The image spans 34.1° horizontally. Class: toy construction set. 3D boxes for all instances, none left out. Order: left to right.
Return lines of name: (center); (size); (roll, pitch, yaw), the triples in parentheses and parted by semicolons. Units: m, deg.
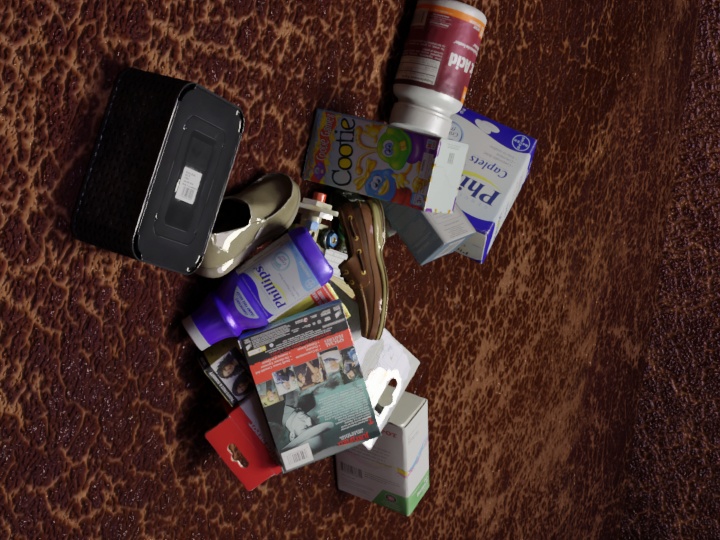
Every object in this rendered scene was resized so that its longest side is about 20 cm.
toy construction set: (-0.090, -0.017, 1.617); (0.131, 0.092, 0.202); (13, 106, -55)

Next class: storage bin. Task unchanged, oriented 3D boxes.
storage bin: (-0.224, -0.109, 1.314); (0.135, 0.093, 0.202); (21, 85, -63)

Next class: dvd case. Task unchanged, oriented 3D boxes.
dvd case: (-0.065, 0.153, 1.543); (0.145, 0.022, 0.202); (-20, 107, -9)

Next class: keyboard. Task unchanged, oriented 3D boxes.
keyboard: (-0.049, -0.004, 1.789); (0.200, 0.011, 0.057); (18, 89, -63)

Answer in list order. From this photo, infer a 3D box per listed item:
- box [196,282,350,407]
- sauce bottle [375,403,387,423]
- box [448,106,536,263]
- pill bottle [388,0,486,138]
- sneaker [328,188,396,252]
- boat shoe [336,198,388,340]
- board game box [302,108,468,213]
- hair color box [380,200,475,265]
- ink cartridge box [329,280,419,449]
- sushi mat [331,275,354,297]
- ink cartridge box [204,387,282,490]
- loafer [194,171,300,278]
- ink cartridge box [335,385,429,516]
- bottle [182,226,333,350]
box: (-0.115, 0.088, 1.554); (0.199, 0.050, 0.076); (-37, 118, -5)
sauce bottle: (-0.036, 0.166, 1.745); (0.200, 0.064, 0.065); (46, 58, -19)
box: (0.161, -0.148, 1.897); (0.201, 0.183, 0.105); (-61, 170, -23)
pill bottle: (0.116, -0.311, 1.818); (0.114, 0.113, 0.202); (15, 91, -63)
sneaker: (-0.005, -0.063, 1.778); (0.089, 0.077, 0.200); (-54, 156, 5)
boat shoe: (0.000, 0.000, 1.668); (0.072, 0.067, 0.203); (167, -80, -77)
board game box: (0.035, -0.154, 1.656); (0.105, 0.198, 0.104); (-1, 106, -62)
hair color box: (0.076, -0.114, 1.766); (0.061, 0.201, 0.099); (-41, 168, 35)
ink cartridge box: (-0.025, 0.136, 1.694); (0.200, 0.050, 0.163); (44, 64, -25)
sushi mat: (-0.066, 0.048, 1.774); (0.096, 0.012, 0.200); (-65, 152, -1)
ink cartridge box: (-0.106, 0.190, 1.590); (0.199, 0.067, 0.117); (-36, 111, -3)
loafer: (-0.145, -0.070, 1.501); (0.200, 0.075, 0.069); (-49, 150, -38)
ink cartridge box: (0.035, 0.291, 1.962); (0.088, 0.144, 0.202); (-46, 142, -43)
bottle: (-0.133, 0.028, 1.497); (0.199, 0.084, 0.065); (-33, -171, -2)
